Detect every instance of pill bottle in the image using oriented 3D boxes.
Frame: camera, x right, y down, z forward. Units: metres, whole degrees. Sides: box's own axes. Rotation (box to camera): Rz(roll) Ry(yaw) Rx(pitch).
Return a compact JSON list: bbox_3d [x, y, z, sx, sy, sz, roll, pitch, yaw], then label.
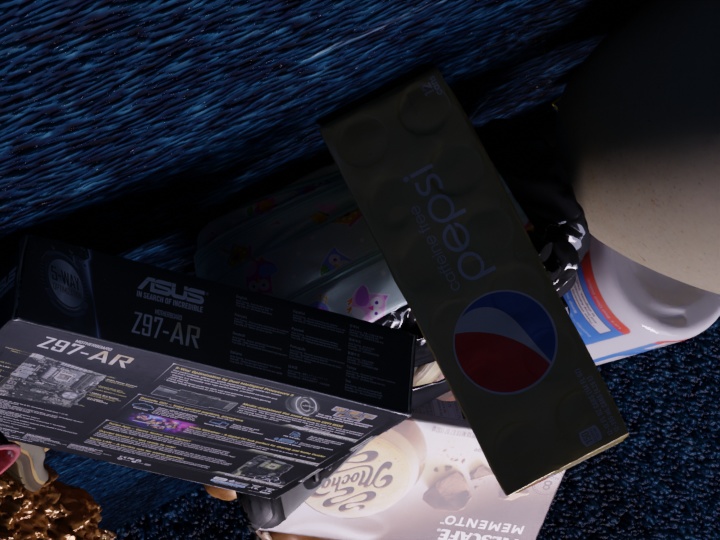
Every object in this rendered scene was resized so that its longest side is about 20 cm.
[{"bbox_3d":[0.149,0.009,1.496,0.112,0.112,0.200,-22,-179,-33],"label":"pill bottle"}]

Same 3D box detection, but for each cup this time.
[{"bbox_3d":[0.188,-0.070,1.164,0.143,0.201,0.200,-10,-174,40],"label":"cup"}]

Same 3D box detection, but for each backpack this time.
[{"bbox_3d":[0.013,0.000,1.200,0.200,0.127,0.167,-24,161,-5],"label":"backpack"}]

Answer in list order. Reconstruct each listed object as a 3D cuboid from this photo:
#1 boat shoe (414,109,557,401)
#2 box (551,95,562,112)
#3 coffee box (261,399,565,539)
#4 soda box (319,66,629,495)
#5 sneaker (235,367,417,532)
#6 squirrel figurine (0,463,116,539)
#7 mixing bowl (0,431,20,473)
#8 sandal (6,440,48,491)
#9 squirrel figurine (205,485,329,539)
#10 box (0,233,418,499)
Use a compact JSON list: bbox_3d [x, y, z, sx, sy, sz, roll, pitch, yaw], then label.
[{"bbox_3d":[0.088,-0.007,1.381,0.068,0.072,0.200,30,95,-39],"label":"boat shoe"},{"bbox_3d":[0.201,-0.076,1.349,0.070,0.064,0.200,-38,151,23],"label":"box"},{"bbox_3d":[0.031,0.122,1.503,0.200,0.080,0.113,10,121,-16],"label":"coffee box"},{"bbox_3d":[0.056,0.006,1.078,0.068,0.200,0.064,-27,173,4],"label":"soda box"},{"bbox_3d":[-0.023,0.081,1.277,0.079,0.074,0.200,-4,-156,21],"label":"sneaker"},{"bbox_3d":[-0.254,0.193,1.380,0.200,0.187,0.142,-27,173,1],"label":"squirrel figurine"},{"bbox_3d":[-0.232,0.060,0.775,0.200,0.109,0.200,-26,174,-3],"label":"mixing bowl"},{"bbox_3d":[-0.197,0.075,1.246,0.054,0.080,0.200,-47,174,-15],"label":"sandal"},{"bbox_3d":[-0.024,0.120,1.617,0.200,0.187,0.142,-26,177,-17],"label":"squirrel figurine"},{"bbox_3d":[-0.097,0.052,1.073,0.200,0.044,0.160,15,154,-22],"label":"box"}]
